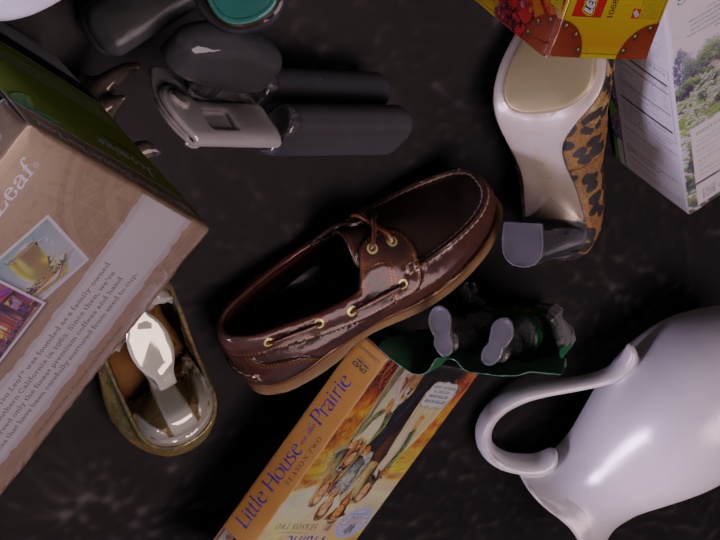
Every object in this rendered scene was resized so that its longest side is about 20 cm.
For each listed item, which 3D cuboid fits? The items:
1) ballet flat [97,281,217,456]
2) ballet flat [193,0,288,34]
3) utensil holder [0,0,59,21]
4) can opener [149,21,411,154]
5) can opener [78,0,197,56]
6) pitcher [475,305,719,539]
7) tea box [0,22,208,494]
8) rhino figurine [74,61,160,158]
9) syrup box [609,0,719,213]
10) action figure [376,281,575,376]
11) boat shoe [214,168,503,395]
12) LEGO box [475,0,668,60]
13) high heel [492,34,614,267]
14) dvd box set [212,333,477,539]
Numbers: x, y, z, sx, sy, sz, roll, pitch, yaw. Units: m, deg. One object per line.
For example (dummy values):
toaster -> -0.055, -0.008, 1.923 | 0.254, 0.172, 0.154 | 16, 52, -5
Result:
ballet flat -> -0.123, 0.060, 1.275 | 0.071, 0.071, 0.200 | -31, 136, -14
ballet flat -> -0.080, -0.218, 1.075 | 0.073, 0.073, 0.201 | -19, 99, -25
utensil holder -> -0.205, -0.220, 0.921 | 0.170, 0.170, 0.200 | -52, 140, 9
can opener -> -0.039, -0.095, 1.182 | 0.066, 0.053, 0.200 | -42, 156, 28
can opener -> -0.069, -0.188, 1.142 | 0.200, 0.053, 0.067 | -39, 103, -8
pitcher -> 0.196, 0.105, 1.530 | 0.200, 0.121, 0.172 | -40, 123, 12
tea box -> -0.218, -0.017, 1.044 | 0.200, 0.197, 0.133 | -50, 137, 8
rhino figurine -> -0.175, -0.029, 1.147 | 0.200, 0.087, 0.060 | -54, 139, 4
syrup box -> 0.206, -0.143, 1.356 | 0.079, 0.081, 0.200 | -32, 136, -16
action figure -> 0.097, 0.040, 1.392 | 0.200, 0.118, 0.055 | -7, 108, -72
boat shoe -> 0.000, 0.000, 1.317 | 0.200, 0.070, 0.070 | -38, 141, -7
LEGO box -> 0.121, -0.238, 1.166 | 0.077, 0.149, 0.201 | -2, 123, -36
high heel -> 0.135, -0.103, 1.371 | 0.142, 0.071, 0.201 | -15, 117, -69
dvd box set -> -0.015, 0.133, 1.411 | 0.200, 0.029, 0.146 | -54, 154, 10
